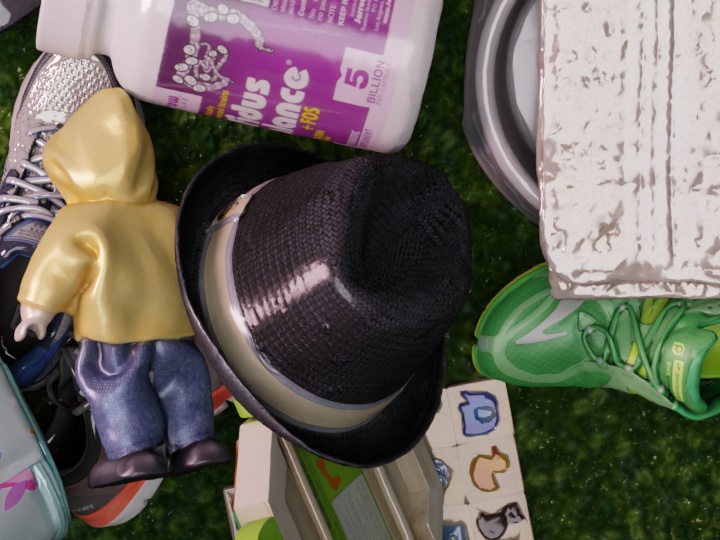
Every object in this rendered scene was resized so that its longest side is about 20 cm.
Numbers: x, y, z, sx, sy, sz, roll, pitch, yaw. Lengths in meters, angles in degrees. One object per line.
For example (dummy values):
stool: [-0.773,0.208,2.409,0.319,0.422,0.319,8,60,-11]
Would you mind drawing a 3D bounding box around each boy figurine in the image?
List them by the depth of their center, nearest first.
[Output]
boy figurine: [-0.125,0.009,1.360,0.124,0.064,0.201,-10,85,-35]

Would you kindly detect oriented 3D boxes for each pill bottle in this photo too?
pill bottle: [-0.063,-0.133,1.380,0.199,0.112,0.113,12,99,-4]

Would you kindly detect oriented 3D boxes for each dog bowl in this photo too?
dog bowl: [0.148,-0.103,1.412,0.199,0.059,0.201,0,99,3]

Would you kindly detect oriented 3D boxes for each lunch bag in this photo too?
lunch bag: [-0.234,0.073,1.399,0.077,0.160,0.201,-27,85,-24]

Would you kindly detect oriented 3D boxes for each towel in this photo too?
towel: [0.157,-0.083,1.369,0.132,0.034,0.201,1,98,1]

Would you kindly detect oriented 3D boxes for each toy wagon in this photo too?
toy wagon: [-0.019,0.125,1.381,0.039,0.200,0.156,-17,101,33]

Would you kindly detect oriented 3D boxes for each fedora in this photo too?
fedora: [0.000,0.000,1.356,0.091,0.201,0.201,-34,97,35]

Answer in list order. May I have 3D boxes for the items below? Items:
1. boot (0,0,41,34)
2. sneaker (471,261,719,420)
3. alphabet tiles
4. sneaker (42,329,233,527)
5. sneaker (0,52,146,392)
boot: [-0.223,-0.220,1.401,0.164,0.066,0.200,-31,94,15]
sneaker: [0.158,0.035,1.418,0.199,0.084,0.074,0,107,3]
alphabet tiles: [0.010,0.137,1.482,0.166,0.008,0.201,-11,98,4]
sneaker: [-0.115,0.048,1.422,0.082,0.077,0.200,25,102,-39]
sneaker: [-0.163,-0.026,1.422,0.077,0.085,0.201,12,99,0]
